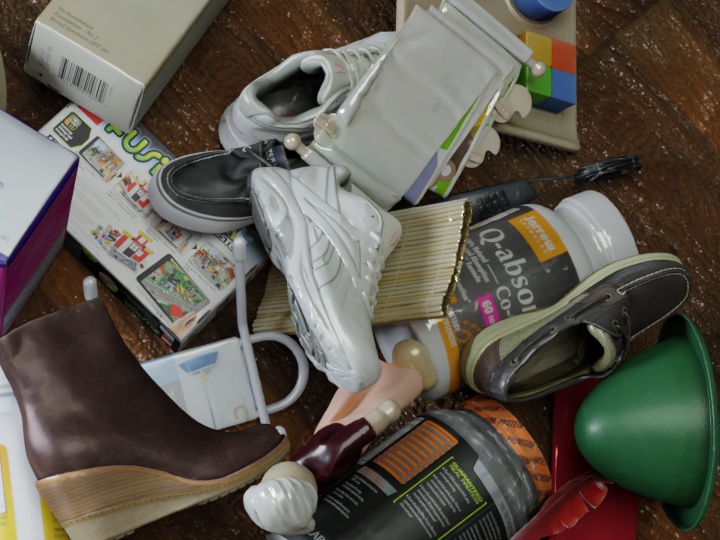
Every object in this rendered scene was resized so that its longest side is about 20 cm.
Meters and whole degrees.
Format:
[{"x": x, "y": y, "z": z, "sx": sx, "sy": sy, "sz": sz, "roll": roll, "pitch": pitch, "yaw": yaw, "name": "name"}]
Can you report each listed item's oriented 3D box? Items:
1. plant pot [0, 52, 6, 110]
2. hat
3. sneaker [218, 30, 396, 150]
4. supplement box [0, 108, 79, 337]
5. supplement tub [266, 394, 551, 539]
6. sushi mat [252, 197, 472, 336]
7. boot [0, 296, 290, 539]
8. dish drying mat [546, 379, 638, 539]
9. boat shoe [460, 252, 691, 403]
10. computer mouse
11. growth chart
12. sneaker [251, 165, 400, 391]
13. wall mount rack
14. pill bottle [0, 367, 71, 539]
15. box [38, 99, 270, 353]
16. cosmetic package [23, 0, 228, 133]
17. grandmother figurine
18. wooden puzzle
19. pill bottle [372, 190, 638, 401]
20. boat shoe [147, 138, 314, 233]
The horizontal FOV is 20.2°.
[{"x": -0.375, "y": -0.135, "z": 1.519, "sx": 0.199, "sy": 0.187, "sz": 0.188, "roll": -7, "pitch": 73, "yaw": -28, "name": "plant pot"}, {"x": 0.167, "y": 0.120, "z": 1.531, "sx": 0.175, "sy": 0.200, "sz": 0.166, "roll": -1, "pitch": 102, "yaw": -7, "name": "hat"}, {"x": -0.015, "y": -0.148, "z": 1.628, "sx": 0.200, "sy": 0.099, "sz": 0.078, "roll": -27, "pitch": 79, "yaw": -19, "name": "sneaker"}, {"x": -0.279, "y": -0.036, "z": 1.481, "sx": 0.101, "sy": 0.200, "sz": 0.104, "roll": 32, "pitch": 67, "yaw": -1, "name": "supplement box"}, {"x": 0.039, "y": 0.187, "z": 1.514, "sx": 0.200, "sy": 0.123, "sz": 0.123, "roll": -34, "pitch": 81, "yaw": -20, "name": "supplement tub"}, {"x": 0.000, "y": 0.000, "z": 1.548, "sx": 0.012, "sy": 0.199, "sz": 0.096, "roll": 34, "pitch": 60, "yaw": -40, "name": "sushi mat"}, {"x": -0.154, "y": 0.094, "z": 1.446, "sx": 0.200, "sy": 0.072, "sz": 0.167, "roll": -19, "pitch": 86, "yaw": -37, "name": "boot"}, {"x": 0.185, "y": 0.174, "z": 1.606, "sx": 0.076, "sy": 0.018, "sz": 0.201, "roll": 10, "pitch": 68, "yaw": -13, "name": "dish drying mat"}, {"x": 0.174, "y": 0.051, "z": 1.530, "sx": 0.199, "sy": 0.073, "sz": 0.065, "roll": -27, "pitch": 37, "yaw": -16, "name": "boat shoe"}, {"x": 0.148, "y": -0.062, "z": 1.664, "sx": 0.199, "sy": 0.059, "sz": 0.034, "roll": -14, "pitch": 93, "yaw": -20, "name": "computer mouse"}, {"x": 0.050, "y": -0.126, "z": 1.590, "sx": 0.200, "sy": 0.018, "sz": 0.145, "roll": -49, "pitch": 118, "yaw": -8, "name": "growth chart"}, {"x": -0.011, "y": -0.006, "z": 1.482, "sx": 0.099, "sy": 0.078, "sz": 0.201, "roll": -16, "pitch": 60, "yaw": -9, "name": "sneaker"}, {"x": -0.133, "y": 0.071, "z": 1.521, "sx": 0.199, "sy": 0.075, "sz": 0.174, "roll": -15, "pitch": 99, "yaw": -14, "name": "wall mount rack"}, {"x": -0.248, "y": 0.168, "z": 1.465, "sx": 0.111, "sy": 0.111, "sz": 0.201, "roll": -5, "pitch": 73, "yaw": -14, "name": "pill bottle"}, {"x": -0.177, "y": -0.043, "z": 1.593, "sx": 0.200, "sy": 0.035, "sz": 0.110, "roll": 44, "pitch": 69, "yaw": 5, "name": "box"}, {"x": -0.172, "y": -0.217, "z": 1.613, "sx": 0.103, "sy": 0.073, "sz": 0.200, "roll": 30, "pitch": 57, "yaw": 0, "name": "cosmetic package"}, {"x": -0.021, "y": 0.128, "z": 1.465, "sx": 0.061, "sy": 0.121, "sz": 0.200, "roll": 41, "pitch": 40, "yaw": 5, "name": "grandmother figurine"}, {"x": 0.113, "y": -0.209, "z": 1.673, "sx": 0.185, "sy": 0.046, "sz": 0.201, "roll": 12, "pitch": 66, "yaw": -32, "name": "wooden puzzle"}, {"x": 0.114, "y": 0.015, "z": 1.592, "sx": 0.199, "sy": 0.116, "sz": 0.117, "roll": -23, "pitch": 78, "yaw": -18, "name": "pill bottle"}, {"x": -0.067, "y": -0.074, "z": 1.584, "sx": 0.199, "sy": 0.066, "sz": 0.070, "roll": 1, "pitch": 57, "yaw": -27, "name": "boat shoe"}]
